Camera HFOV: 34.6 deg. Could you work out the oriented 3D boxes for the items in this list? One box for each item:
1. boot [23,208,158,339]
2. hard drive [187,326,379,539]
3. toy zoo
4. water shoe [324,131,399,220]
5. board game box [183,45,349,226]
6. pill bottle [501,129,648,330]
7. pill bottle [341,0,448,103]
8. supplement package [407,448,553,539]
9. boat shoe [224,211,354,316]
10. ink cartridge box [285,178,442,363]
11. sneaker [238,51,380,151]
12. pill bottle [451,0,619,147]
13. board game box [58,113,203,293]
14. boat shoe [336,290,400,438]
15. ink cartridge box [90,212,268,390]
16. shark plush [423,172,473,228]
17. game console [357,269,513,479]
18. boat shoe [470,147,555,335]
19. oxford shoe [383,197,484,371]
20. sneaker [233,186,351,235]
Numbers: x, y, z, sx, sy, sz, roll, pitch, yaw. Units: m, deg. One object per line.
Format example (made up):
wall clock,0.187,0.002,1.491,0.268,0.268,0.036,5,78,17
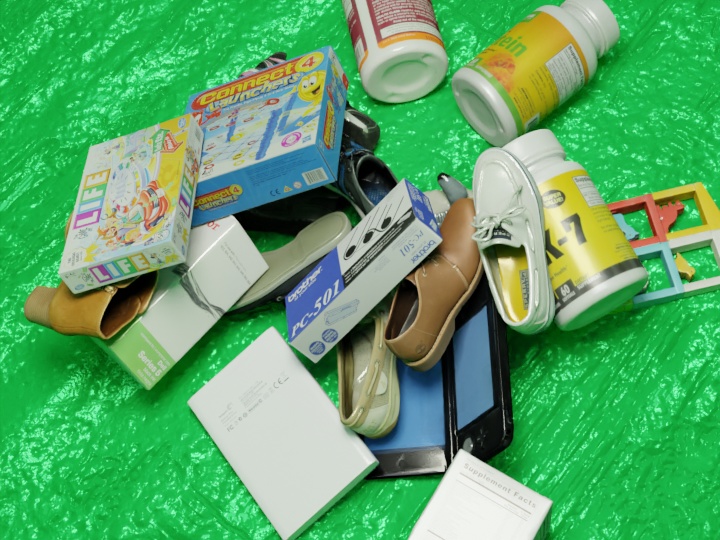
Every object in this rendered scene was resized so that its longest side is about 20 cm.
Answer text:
boot,-0.272,-0.010,1.275,0.142,0.071,0.203,5,55,34
hard drive,-0.088,0.180,1.283,0.132,0.025,0.200,-41,65,0
toy zoo,0.348,-0.028,1.338,0.197,0.021,0.133,-13,64,1
water shoe,-0.001,-0.121,1.347,0.071,0.079,0.200,-35,67,-24
board game box,-0.118,-0.155,1.328,0.197,0.056,0.197,-16,39,18
pill bottle,0.220,-0.046,1.275,0.113,0.114,0.202,-27,73,-6
pill bottle,0.037,-0.326,1.470,0.112,0.115,0.202,-13,64,1
supplement package,0.101,0.305,1.163,0.113,0.110,0.201,27,71,19
boat shoe,-0.083,0.008,1.352,0.198,0.066,0.075,-34,37,11
ink cartridge box,0.000,0.000,1.259,0.200,0.044,0.094,-45,26,19
sneaker,-0.055,-0.223,1.456,0.199,0.081,0.087,31,62,14
pill bottle,0.218,-0.251,1.412,0.199,0.111,0.111,-39,66,-11
board game box,-0.243,-0.075,1.245,0.133,0.034,0.202,-16,44,15
boat shoe,0.001,0.083,1.282,0.073,0.063,0.203,-19,59,34
ink cartridge box,-0.225,0.016,1.329,0.200,0.084,0.145,-45,39,-14
shark plush,0.144,-0.039,1.368,0.198,0.091,0.084,29,90,-3
game console,0.074,0.113,1.259,0.115,0.176,0.203,8,63,-20
boat shoe,0.147,-0.035,1.198,0.074,0.086,0.205,-13,78,25
oxford shoe,0.082,0.003,1.244,0.071,0.071,0.202,5,67,47
sneaker,-0.089,-0.101,1.413,0.197,0.060,0.106,10,65,8
